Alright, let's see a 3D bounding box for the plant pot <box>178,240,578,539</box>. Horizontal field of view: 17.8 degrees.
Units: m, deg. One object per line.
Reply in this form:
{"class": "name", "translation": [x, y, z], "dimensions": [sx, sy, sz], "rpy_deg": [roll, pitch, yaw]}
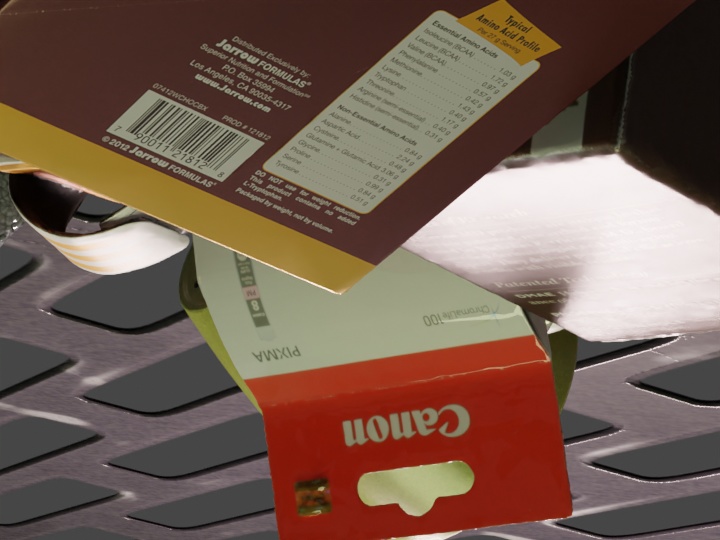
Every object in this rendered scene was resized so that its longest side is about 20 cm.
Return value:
{"class": "plant pot", "translation": [-0.004, 0.034, 1.373], "dimensions": [0.199, 0.188, 0.186], "rpy_deg": [36, 152, -28]}

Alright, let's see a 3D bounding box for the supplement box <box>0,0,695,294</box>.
{"class": "supplement box", "translation": [-0.022, -0.126, 0.757], "dimensions": [0.196, 0.134, 0.200], "rpy_deg": [23, 129, -39]}

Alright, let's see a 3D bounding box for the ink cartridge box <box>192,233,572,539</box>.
{"class": "ink cartridge box", "translation": [0.005, 0.018, 1.027], "dimensions": [0.161, 0.202, 0.057], "rpy_deg": [-11, 169, 31]}

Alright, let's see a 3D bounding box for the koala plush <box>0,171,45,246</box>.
{"class": "koala plush", "translation": [-0.299, -0.032, 1.170], "dimensions": [0.177, 0.201, 0.183], "rpy_deg": [43, 164, -31]}

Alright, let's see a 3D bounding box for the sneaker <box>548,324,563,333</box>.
{"class": "sneaker", "translation": [0.016, -0.011, 1.200], "dimensions": [0.198, 0.076, 0.116], "rpy_deg": [-9, 153, 19]}

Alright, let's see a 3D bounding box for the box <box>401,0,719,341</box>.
{"class": "box", "translation": [0.106, -0.081, 0.909], "dimensions": [0.163, 0.167, 0.199], "rpy_deg": [-6, 157, 44]}

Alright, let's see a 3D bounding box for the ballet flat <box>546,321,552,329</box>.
{"class": "ballet flat", "translation": [0.000, 0.000, 1.122], "dimensions": [0.199, 0.072, 0.072], "rpy_deg": [23, 171, 27]}

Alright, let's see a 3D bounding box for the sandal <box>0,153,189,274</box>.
{"class": "sandal", "translation": [-0.115, -0.026, 1.163], "dimensions": [0.078, 0.060, 0.206], "rpy_deg": [2, 174, 21]}
